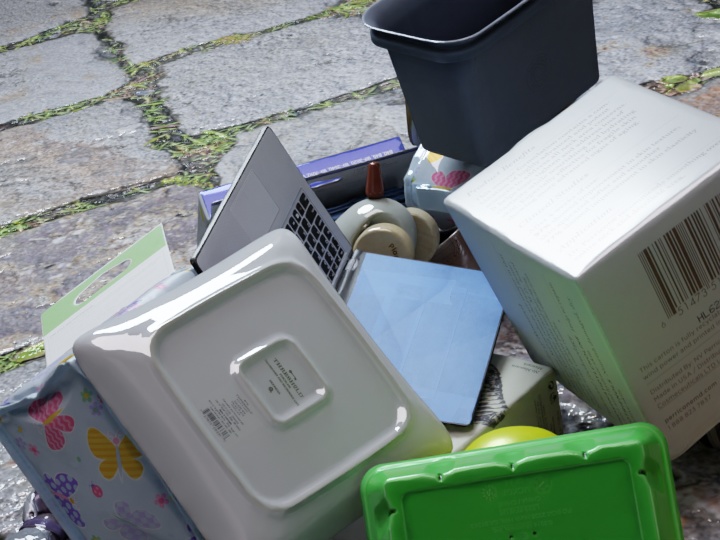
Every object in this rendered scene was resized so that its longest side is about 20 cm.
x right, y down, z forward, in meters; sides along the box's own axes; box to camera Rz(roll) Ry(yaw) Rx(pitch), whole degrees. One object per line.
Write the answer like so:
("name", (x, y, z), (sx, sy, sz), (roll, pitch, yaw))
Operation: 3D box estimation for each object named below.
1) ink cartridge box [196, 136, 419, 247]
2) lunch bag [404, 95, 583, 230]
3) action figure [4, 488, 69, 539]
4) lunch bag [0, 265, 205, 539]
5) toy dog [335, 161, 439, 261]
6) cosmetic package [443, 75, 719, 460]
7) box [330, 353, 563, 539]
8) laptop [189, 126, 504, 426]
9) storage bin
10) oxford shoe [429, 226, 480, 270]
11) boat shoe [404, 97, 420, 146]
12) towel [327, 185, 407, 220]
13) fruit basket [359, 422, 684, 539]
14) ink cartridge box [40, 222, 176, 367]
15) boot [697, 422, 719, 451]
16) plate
("ink cartridge box", (-0.054, -0.067, 1.665), (0.196, 0.047, 0.200), (-16, -19, -12))
("lunch bag", (0.155, -0.078, 1.578), (0.169, 0.128, 0.200), (9, 23, 34))
("action figure", (-0.225, 0.181, 1.308), (0.129, 0.070, 0.200), (13, 34, 9))
("lunch bag", (-0.132, 0.128, 1.244), (0.127, 0.201, 0.170), (-33, 6, 35))
("toy dog", (-0.035, -0.026, 1.483), (0.198, 0.097, 0.132), (-17, 6, -3))
("cosmetic package", (0.196, -0.008, 1.267), (0.167, 0.167, 0.200), (-36, 28, -9))
("box", (0.058, 0.136, 1.284), (0.082, 0.069, 0.200), (10, 32, 37))
("laptop", (0.000, 0.000, 1.311), (0.115, 0.201, 0.188), (-22, 25, 28))
("storage bin", (0.107, -0.187, 1.509), (0.145, 0.135, 0.200), (20, 46, 42))
("oxford shoe", (0.025, -0.007, 1.580), (0.199, 0.073, 0.071), (-7, 32, 36))
("boat shoe", (0.080, -0.146, 1.668), (0.064, 0.074, 0.200), (-2, -4, 10))
("towel", (-0.043, -0.025, 1.650), (0.199, 0.049, 0.112), (-18, -13, -12))
("fruit basket", (0.103, 0.168, 1.148), (0.214, 0.157, 0.216), (-8, -14, -2))
("ink cartridge box", (-0.203, 0.053, 1.538), (0.145, 0.048, 0.200), (-36, 24, 5))
("boot", (0.232, 0.071, 1.358), (0.153, 0.074, 0.204), (-6, 28, 28))
("plate", (-0.056, 0.079, 1.178), (0.199, 0.200, 0.032), (-30, -13, -37))
